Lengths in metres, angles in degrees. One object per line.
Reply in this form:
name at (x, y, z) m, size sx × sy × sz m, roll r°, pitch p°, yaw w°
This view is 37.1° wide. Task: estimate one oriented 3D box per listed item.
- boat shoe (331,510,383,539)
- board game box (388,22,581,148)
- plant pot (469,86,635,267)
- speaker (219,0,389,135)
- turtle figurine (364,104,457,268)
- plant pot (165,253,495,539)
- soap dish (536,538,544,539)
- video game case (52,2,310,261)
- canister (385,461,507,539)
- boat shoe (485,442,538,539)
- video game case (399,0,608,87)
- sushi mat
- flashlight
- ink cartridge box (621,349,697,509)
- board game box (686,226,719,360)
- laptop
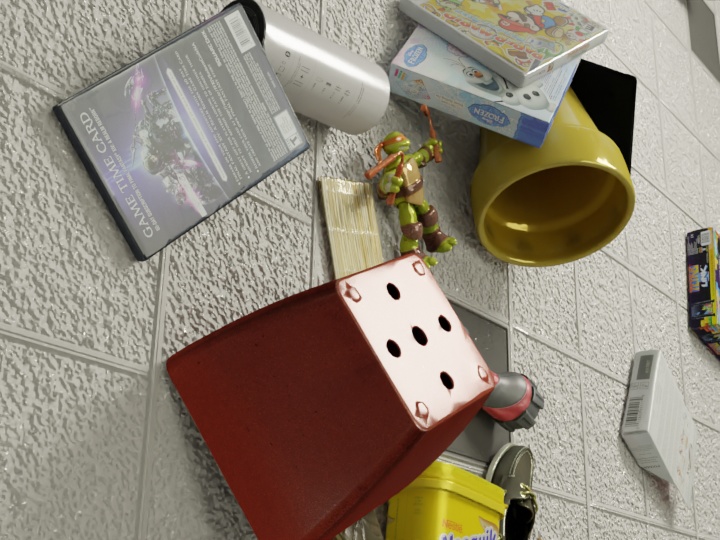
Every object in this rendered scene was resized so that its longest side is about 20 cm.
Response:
boat shoe at (-0.015, 0.257, 0.983) m, size 0.202 × 0.067 × 0.072 m, roll 59°, pitch 25°, yaw 6°
board game box at (0.156, -0.249, 1.302) m, size 0.201 × 0.196 × 0.044 m, roll -58°, pitch 167°, yaw -44°
plant pot at (0.230, -0.139, 1.364) m, size 0.200 × 0.199 × 0.191 m, roll 35°, pitch 37°, yaw -42°
speaker at (-0.056, -0.198, 1.071) m, size 0.199 × 0.080 × 0.083 m, roll 14°, pitch 68°, yaw -51°
turtle figurine at (0.050, -0.084, 1.192) m, size 0.200 × 0.063 × 0.164 m, roll -50°, pitch 126°, yaw -59°
plant pot at (-0.008, 0.097, 0.910) m, size 0.199 × 0.176 × 0.202 m, roll -19°, pitch 74°, yaw -54°
soap dish at (0.207, 0.382, 1.168) m, size 0.200 × 0.080 × 0.160 m, roll 41°, pitch 63°, yaw -64°
video game case at (-0.146, -0.122, 0.920) m, size 0.199 × 0.019 × 0.144 m, roll -38°, pitch 110°, yaw -30°
canister at (0.081, 0.312, 1.085) m, size 0.148 × 0.086 × 0.203 m, roll 32°, pitch 56°, yaw -44°
boat shoe at (0.174, 0.284, 1.241) m, size 0.072 × 0.060 × 0.203 m, roll 55°, pitch 41°, yaw -27°
video game case at (0.177, -0.309, 1.319) m, size 0.181 × 0.199 × 0.023 m, roll -32°, pitch 149°, yaw -36°
sushi mat at (0.000, 0.000, 1.139) m, size 0.095 × 0.012 × 0.204 m, roll -1°, pitch 80°, yaw -53°
flashlight at (0.140, 0.116, 1.245) m, size 0.200 × 0.067 × 0.069 m, roll 44°, pitch 48°, yaw -38°
ink cartridge box at (0.472, 0.252, 1.682) m, size 0.201 × 0.056 × 0.164 m, roll 60°, pitch 37°, yaw -35°
board game box at (0.665, 0.047, 2.002) m, size 0.165 × 0.056 × 0.203 m, roll 38°, pitch 50°, yaw -44°
laptop at (0.304, -0.252, 1.468) m, size 0.189 × 0.114 × 0.202 m, roll 78°, pitch 11°, yaw -50°
